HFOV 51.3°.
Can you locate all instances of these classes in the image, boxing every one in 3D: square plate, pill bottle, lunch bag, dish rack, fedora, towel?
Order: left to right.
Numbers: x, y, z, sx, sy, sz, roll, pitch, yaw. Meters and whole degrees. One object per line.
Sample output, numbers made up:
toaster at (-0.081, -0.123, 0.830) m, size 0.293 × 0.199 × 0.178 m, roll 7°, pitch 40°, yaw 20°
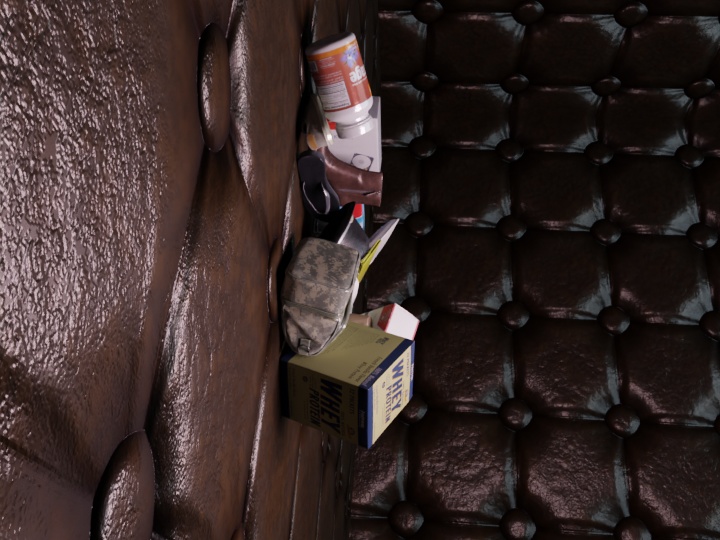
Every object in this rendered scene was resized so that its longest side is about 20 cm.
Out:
lunch bag at (-0.084, 0.051, 1.462) m, size 0.201 × 0.137 × 0.170 m, roll -78°, pitch -176°, yaw -64°
dish rack at (-0.085, -0.032, 1.862) m, size 0.153 × 0.054 × 0.204 m, roll -51°, pitch 145°, yaw -80°
pill bottle at (-0.037, -0.389, 1.590) m, size 0.113 × 0.110 × 0.203 m, roll -79°, pitch 153°, yaw -62°
fedora at (-0.039, -0.057, 1.678) m, size 0.201 × 0.091 × 0.201 m, roll -50°, pitch -168°, yaw 15°
towel at (0.000, 0.000, 1.796) m, size 0.086 × 0.018 × 0.201 m, roll -55°, pitch 176°, yaw -30°
square plate at (0.005, -0.027, 1.882) m, size 0.198 × 0.028 × 0.201 m, roll -48°, pitch 174°, yaw -39°

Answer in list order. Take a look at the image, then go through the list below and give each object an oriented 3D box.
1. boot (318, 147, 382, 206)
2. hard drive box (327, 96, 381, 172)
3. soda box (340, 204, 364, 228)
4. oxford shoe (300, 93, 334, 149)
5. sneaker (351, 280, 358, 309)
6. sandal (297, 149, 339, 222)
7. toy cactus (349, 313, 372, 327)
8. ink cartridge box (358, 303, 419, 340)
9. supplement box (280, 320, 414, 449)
boot at (-0.030, -0.231, 1.724) m, size 0.073 × 0.163 × 0.202 m, roll -83°, pitch 174°, yaw -46°
hard drive box at (-0.030, -0.312, 1.769) m, size 0.201 × 0.153 × 0.078 m, roll 85°, pitch 10°, yaw -53°
soda box at (-0.024, -0.155, 1.886) m, size 0.068 × 0.063 × 0.204 m, roll -4°, pitch 91°, yaw -84°
oxford shoe at (-0.098, -0.310, 1.556) m, size 0.201 × 0.057 × 0.076 m, roll -106°, pitch 174°, yaw -54°
sneaker at (-0.047, 0.072, 1.800) m, size 0.084 × 0.073 × 0.201 m, roll -23°, pitch 154°, yaw -46°
sandal at (-0.094, -0.166, 1.582) m, size 0.201 × 0.075 × 0.043 m, roll 71°, pitch 18°, yaw -50°
toy cactus at (-0.055, 0.120, 1.713) m, size 0.102 × 0.162 × 0.204 m, roll 7°, pitch 80°, yaw -65°
ink cartridge box at (0.029, 0.175, 1.738) m, size 0.199 × 0.082 × 0.148 m, roll -22°, pitch -140°, yaw 54°
supplement box at (-0.022, 0.213, 1.480) m, size 0.200 × 0.197 × 0.136 m, roll -37°, pitch 135°, yaw -51°
